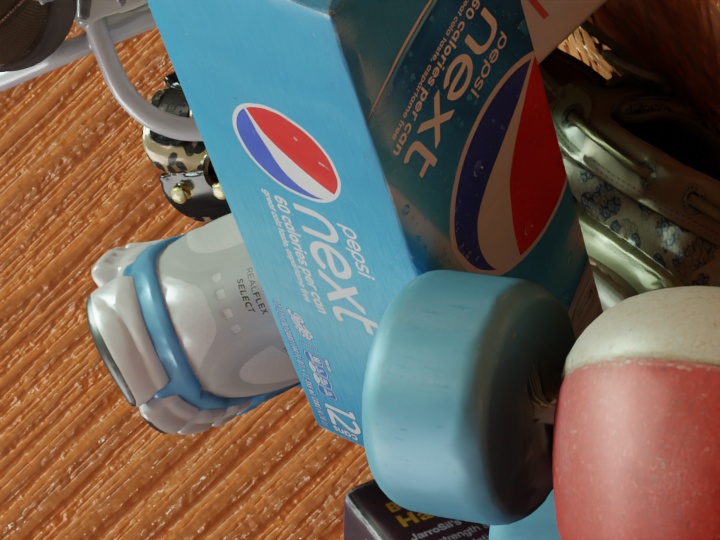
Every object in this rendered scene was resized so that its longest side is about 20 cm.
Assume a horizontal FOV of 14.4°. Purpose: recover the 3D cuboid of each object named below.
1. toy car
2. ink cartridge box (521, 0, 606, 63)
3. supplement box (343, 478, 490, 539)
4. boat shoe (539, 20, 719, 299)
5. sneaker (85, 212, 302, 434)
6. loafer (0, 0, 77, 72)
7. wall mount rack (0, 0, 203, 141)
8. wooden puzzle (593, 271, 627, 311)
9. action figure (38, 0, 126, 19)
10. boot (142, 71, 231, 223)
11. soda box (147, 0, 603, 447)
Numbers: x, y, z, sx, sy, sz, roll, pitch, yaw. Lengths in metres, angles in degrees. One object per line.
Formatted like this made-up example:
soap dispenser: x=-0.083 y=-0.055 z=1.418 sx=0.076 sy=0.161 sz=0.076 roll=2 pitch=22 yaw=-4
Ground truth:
toy car: x=0.088 y=0.121 z=0.680 sx=0.184 sy=0.201 sz=0.177 roll=8 pitch=159 yaw=27
ink cartridge box: x=0.002 y=-0.111 z=0.817 sx=0.117 sy=0.067 sz=0.200 roll=47 pitch=178 yaw=-17
supplement box: x=0.088 y=0.136 z=0.816 sx=0.200 sy=0.110 sz=0.086 roll=49 pitch=147 yaw=42
boat shoe: x=0.101 y=-0.019 z=0.837 sx=0.073 sy=0.063 sz=0.200 roll=15 pitch=-156 yaw=-39
sneaker: x=0.000 y=0.000 z=0.893 sx=0.075 sy=0.086 sz=0.200 roll=66 pitch=-154 yaw=-2
loafer: x=-0.125 y=-0.155 z=0.862 sx=0.071 sy=0.073 sz=0.201 roll=-32 pitch=-62 yaw=-63
wall mount rack: x=-0.109 y=-0.127 z=0.939 sx=0.075 sy=0.173 sz=0.201 roll=-168 pitch=56 yaw=-82
wooden puzzle: x=0.114 y=0.014 z=0.950 sx=0.200 sy=0.037 sz=0.185 roll=27 pitch=-167 yaw=-41
action figure: x=-0.081 y=-0.148 z=0.769 sx=0.200 sy=0.069 sz=0.131 roll=118 pitch=142 yaw=-71
boot: x=-0.023 y=-0.054 z=1.148 sx=0.150 sy=0.074 sz=0.200 roll=3 pitch=177 yaw=31
soda box: x=0.008 y=-0.028 z=0.743 sx=0.068 sy=0.064 sz=0.200 roll=23 pitch=152 yaw=32
